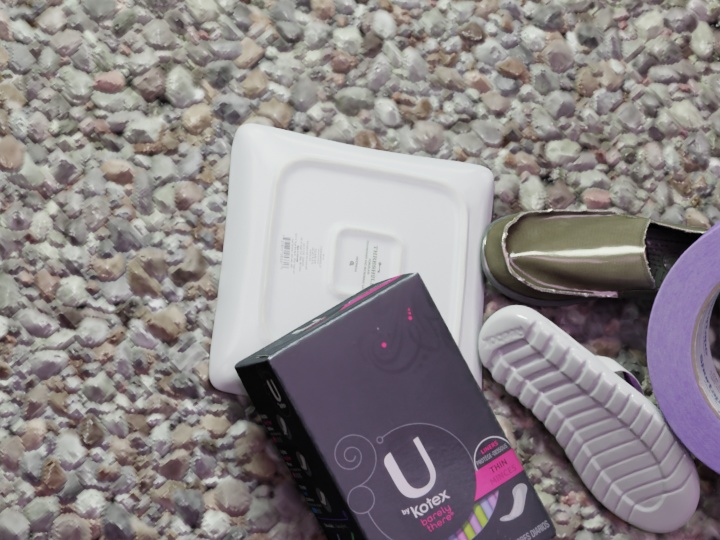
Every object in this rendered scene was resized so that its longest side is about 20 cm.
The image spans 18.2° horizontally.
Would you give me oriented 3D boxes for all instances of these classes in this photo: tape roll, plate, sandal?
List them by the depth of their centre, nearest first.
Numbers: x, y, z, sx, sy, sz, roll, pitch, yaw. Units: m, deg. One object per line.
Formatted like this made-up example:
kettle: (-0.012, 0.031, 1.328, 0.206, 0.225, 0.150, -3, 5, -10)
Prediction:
tape roll: (0.301, 0.051, 1.553, 0.199, 0.066, 0.201, 3, 98, 17)
plate: (0.000, 0.000, 1.594, 0.199, 0.032, 0.200, 10, 72, -13)
sandal: (0.171, 0.097, 1.600, 0.203, 0.082, 0.050, 48, 31, -4)

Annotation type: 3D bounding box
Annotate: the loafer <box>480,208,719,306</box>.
loafer: (0.184, -0.016, 1.630, 0.199, 0.070, 0.076, 0, 74, -18)

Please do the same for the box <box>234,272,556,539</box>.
box: (0.022, 0.118, 1.504, 0.122, 0.106, 0.200, -30, 93, -16)
